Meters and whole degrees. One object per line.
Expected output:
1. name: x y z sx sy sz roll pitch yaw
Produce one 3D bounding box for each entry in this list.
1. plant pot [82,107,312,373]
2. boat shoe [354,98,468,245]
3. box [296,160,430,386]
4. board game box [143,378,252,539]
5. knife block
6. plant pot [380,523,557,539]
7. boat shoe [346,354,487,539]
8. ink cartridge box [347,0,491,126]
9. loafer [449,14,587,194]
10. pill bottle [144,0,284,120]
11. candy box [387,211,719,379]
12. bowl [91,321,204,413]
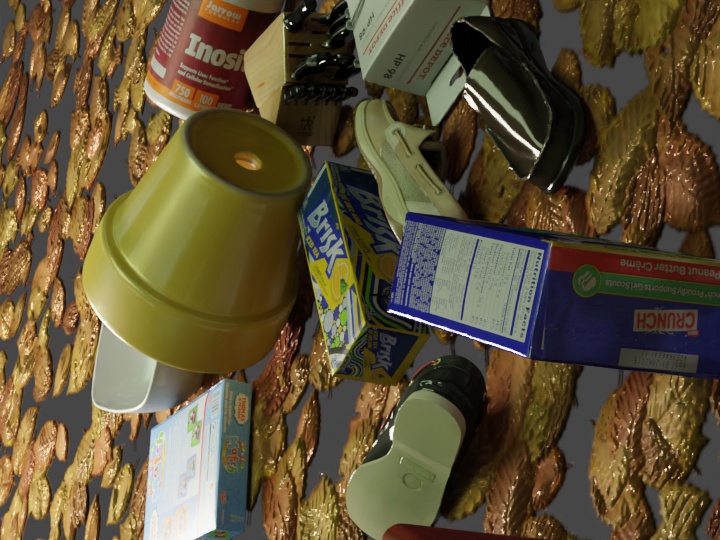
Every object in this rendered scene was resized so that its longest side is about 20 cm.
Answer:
1. plant pot: -0.136 -0.038 1.754 0.201 0.200 0.189 -106 35 -45
2. boat shoe: 0.045 -0.086 1.572 0.065 0.072 0.200 -30 36 10
3. box: 0.000 0.000 1.619 0.070 0.064 0.201 -58 32 37
4. board game box: -0.168 0.211 1.914 0.200 0.036 0.152 -34 49 56
5. knife block: -0.051 -0.214 1.779 0.200 0.064 0.176 -111 28 -50
6. plant pot: 0.118 0.278 1.115 0.176 0.199 0.201 17 95 54
7. boat shoe: 0.045 0.144 1.468 0.063 0.073 0.202 -52 -9 -42
8. ink cartridge box: 0.046 -0.236 1.620 0.116 0.066 0.201 -55 34 39
9. loafer: 0.110 -0.128 1.432 0.073 0.071 0.200 -64 28 28
10. pill bottle: -0.147 -0.262 1.989 0.201 0.112 0.113 -69 27 21
11. candy box: 0.136 0.016 1.199 0.200 0.168 0.077 17 99 64
12. bowl: -0.216 0.060 2.039 0.200 0.074 0.201 -7 73 65
